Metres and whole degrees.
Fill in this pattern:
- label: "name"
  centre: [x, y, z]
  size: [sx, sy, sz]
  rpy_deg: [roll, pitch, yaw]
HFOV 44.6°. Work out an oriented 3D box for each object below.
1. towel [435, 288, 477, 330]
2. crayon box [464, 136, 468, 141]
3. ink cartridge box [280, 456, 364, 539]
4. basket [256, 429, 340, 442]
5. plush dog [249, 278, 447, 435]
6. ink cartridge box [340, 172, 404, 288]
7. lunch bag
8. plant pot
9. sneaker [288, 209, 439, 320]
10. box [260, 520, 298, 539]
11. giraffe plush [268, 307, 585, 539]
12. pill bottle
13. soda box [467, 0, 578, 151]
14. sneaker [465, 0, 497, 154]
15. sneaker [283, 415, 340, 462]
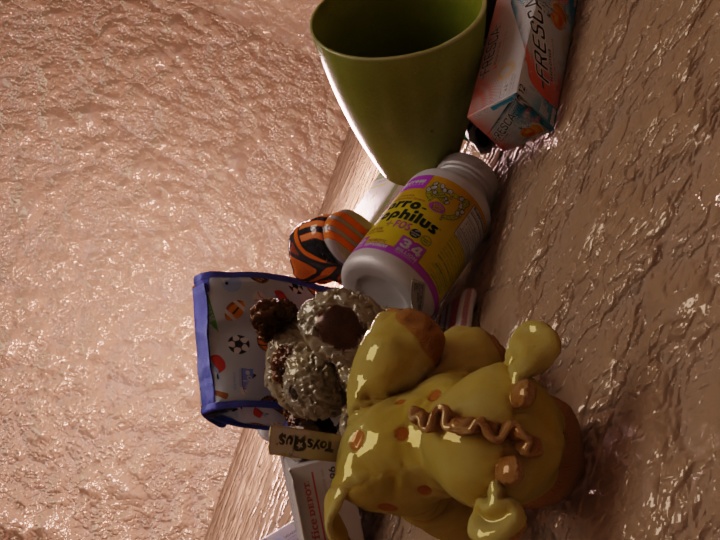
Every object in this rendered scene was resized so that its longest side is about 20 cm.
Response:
- label: "towel"
  centre: [0.067, 0.124, 0.911]
  size: [0.200, 0.030, 0.147]
  rpy_deg: [125, 164, -48]
- label: "crayon box"
  centre: [0.109, -0.255, 1.281]
  size: [0.200, 0.118, 0.059]
  rpy_deg: [-90, 24, -70]
- label: "ink cartridge box"
  centre: [-0.043, 0.254, 0.969]
  size: [0.200, 0.067, 0.117]
  rpy_deg: [179, 79, -81]
- label: "basket"
  centre: [-0.061, 0.179, 1.232]
  size: [0.124, 0.135, 0.200]
  rpy_deg: [-64, 8, 3]
- label: "plush dog"
  centre: [-0.019, 0.092, 0.840]
  size: [0.160, 0.171, 0.201]
  rpy_deg: [-40, -59, -52]
- label: "ink cartridge box"
  centre: [0.008, -0.042, 1.163]
  size: [0.201, 0.048, 0.145]
  rpy_deg: [-57, 12, -6]
- label: "lunch bag"
  centre: [-0.113, 0.097, 1.036]
  size: [0.123, 0.199, 0.171]
  rpy_deg: [-25, 63, 36]
- label: "plant pot"
  centre: [0.054, -0.200, 0.981]
  size: [0.201, 0.186, 0.188]
  rpy_deg: [77, -160, -43]
- label: "sneaker"
  centre: [0.000, 0.000, 1.003]
  size: [0.112, 0.200, 0.078]
  rpy_deg: [-6, 50, 47]
- label: "box"
  centre: [-0.115, 0.392, 1.066]
  size: [0.157, 0.041, 0.200]
  rpy_deg: [-68, -19, 6]
- label: "giraffe plush"
  centre: [0.068, 0.101, 0.554]
  size: [0.162, 0.199, 0.174]
  rpy_deg: [-15, 82, 50]
- label: "pill bottle"
  centre: [0.071, -0.037, 0.924]
  size: [0.200, 0.104, 0.104]
  rpy_deg: [-52, -2, -34]
- label: "soda box"
  centre: [0.172, -0.226, 0.920]
  size: [0.068, 0.063, 0.201]
  rpy_deg: [-20, 44, 45]
- label: "sneaker"
  centre: [0.151, -0.222, 1.021]
  size: [0.201, 0.074, 0.116]
  rpy_deg: [82, -175, -46]
- label: "sneaker"
  centre: [-0.035, 0.097, 0.950]
  size: [0.200, 0.115, 0.081]
  rpy_deg: [-47, 0, 0]
